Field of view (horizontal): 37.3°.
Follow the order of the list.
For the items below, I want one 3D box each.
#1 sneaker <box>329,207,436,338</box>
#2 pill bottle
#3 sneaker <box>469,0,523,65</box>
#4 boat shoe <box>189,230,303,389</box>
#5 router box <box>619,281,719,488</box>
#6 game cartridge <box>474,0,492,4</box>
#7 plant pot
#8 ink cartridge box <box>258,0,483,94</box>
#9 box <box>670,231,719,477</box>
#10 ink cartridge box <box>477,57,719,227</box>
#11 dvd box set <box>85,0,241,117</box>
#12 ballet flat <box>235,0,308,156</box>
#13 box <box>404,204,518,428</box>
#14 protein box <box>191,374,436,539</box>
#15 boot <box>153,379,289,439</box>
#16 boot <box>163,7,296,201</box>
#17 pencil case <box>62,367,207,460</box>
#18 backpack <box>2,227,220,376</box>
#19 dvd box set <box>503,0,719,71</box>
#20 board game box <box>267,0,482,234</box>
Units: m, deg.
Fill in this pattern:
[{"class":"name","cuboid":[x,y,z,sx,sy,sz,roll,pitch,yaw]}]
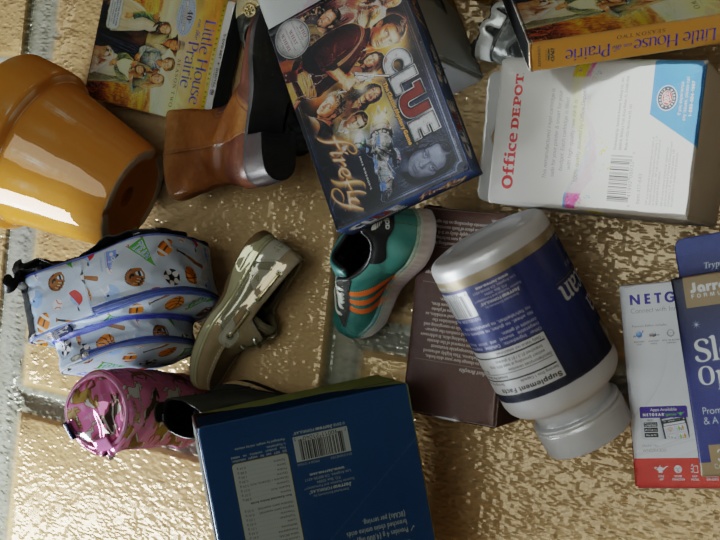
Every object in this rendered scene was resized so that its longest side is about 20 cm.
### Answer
[{"class":"sneaker","cuboid":[0.000,0.000,1.044,0.200,0.080,0.072,122,149,-49]},{"class":"pill bottle","cuboid":[0.154,0.058,0.923,0.111,0.111,0.201,-25,99,27]},{"class":"sneaker","cuboid":[0.187,-0.269,0.993,0.090,0.066,0.201,35,108,20]},{"class":"boat shoe","cuboid":[-0.124,0.056,1.160,0.065,0.072,0.201,32,109,13]},{"class":"router box","cuboid":[0.330,0.093,0.912,0.199,0.049,0.180,-7,86,30]},{"class":"game cartridge","cuboid":[0.101,-0.348,0.963,0.032,0.200,0.177,22,101,30]},{"class":"plant pot","cuboid":[-0.336,-0.120,1.226,0.183,0.200,0.201,25,102,12]},{"class":"ink cartridge box","cuboid":[0.003,-0.253,1.048,0.145,0.144,0.201,-25,77,26]},{"class":"box","cuboid":[0.325,0.063,0.870,0.121,0.032,0.201,-11,83,30]},{"class":"ink cartridge box","cuboid":[0.209,-0.113,0.940,0.199,0.125,0.129,8,93,29]},{"class":"dvd box set","cuboid":[-0.230,-0.253,1.247,0.199,0.029,0.147,18,98,29]},{"class":"ballet flat","cuboid":[-0.092,-0.218,1.152,0.066,0.057,0.201,-25,77,26]},{"class":"box","cuboid":[0.108,0.042,1.028,0.100,0.075,0.201,8,92,29]},{"class":"protein box","cuboid":[-0.043,0.220,1.012,0.198,0.135,0.201,-11,90,-11]},{"class":"boot","cuboid":[-0.100,0.162,1.105,0.199,0.138,0.078,2,90,28]},{"class":"boot","cuboid":[-0.142,-0.175,1.143,0.200,0.068,0.189,-1,94,50]},{"class":"pencil case","cuboid":[-0.232,0.152,1.149,0.083,0.200,0.087,36,97,19]},{"class":"backpack","cuboid":[-0.252,0.033,1.172,0.190,0.200,0.155,-27,78,19]},{"class":"dvd box set","cuboid":[0.225,-0.229,0.891,0.199,0.029,0.147,-8,42,2]},{"class":"board game box","cuboid":[0.010,-0.151,0.940,0.135,0.035,0.201,-24,78,22]}]
